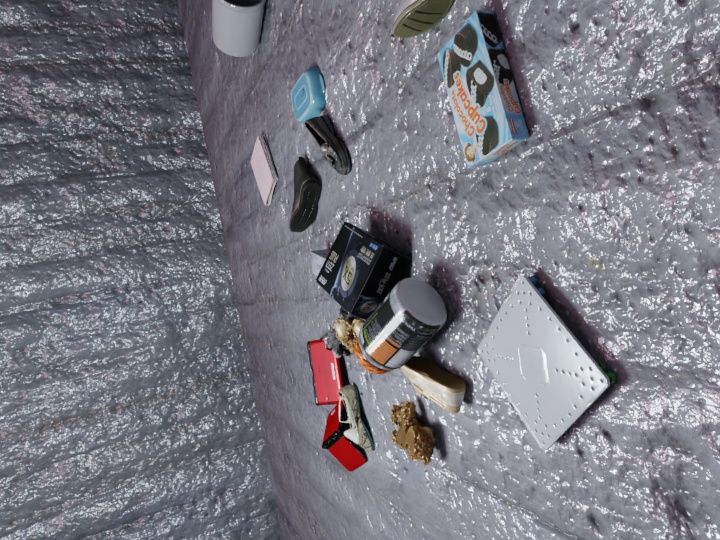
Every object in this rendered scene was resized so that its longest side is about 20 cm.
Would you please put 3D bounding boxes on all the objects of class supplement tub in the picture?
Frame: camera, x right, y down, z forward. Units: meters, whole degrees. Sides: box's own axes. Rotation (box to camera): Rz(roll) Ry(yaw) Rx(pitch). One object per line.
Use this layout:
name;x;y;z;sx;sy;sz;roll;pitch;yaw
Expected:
supplement tub;0.075;0.119;1.080;0.200;0.122;0.123;-52;52;38

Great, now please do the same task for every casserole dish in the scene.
casserole dish;-0.150;-0.482;1.472;0.200;0.038;0.123;-14;88;65

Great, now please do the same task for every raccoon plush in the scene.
raccoon plush;-0.043;0.155;1.505;0.134;0.096;0.202;-146;77;-75

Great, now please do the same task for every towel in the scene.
towel;-0.363;-0.375;1.995;0.191;0.032;0.202;-50;56;59

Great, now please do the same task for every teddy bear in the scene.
teddy bear;0.017;0.168;1.259;0.144;0.200;0.067;-22;41;41
teddy bear;0.121;0.376;1.234;0.200;0.066;0.147;129;135;-68

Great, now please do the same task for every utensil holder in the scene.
utensil holder;-0.397;-0.824;1.712;0.200;0.168;0.171;122;132;-59

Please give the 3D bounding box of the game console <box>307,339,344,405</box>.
game console;-0.098;0.319;1.698;0.171;0.118;0.202;-14;82;35

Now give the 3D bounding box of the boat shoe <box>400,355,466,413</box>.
boat shoe;0.140;0.235;1.100;0.200;0.073;0.070;24;116;61

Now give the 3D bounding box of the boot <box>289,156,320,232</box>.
boot;-0.181;-0.230;1.624;0.201;0.077;0.139;-60;41;38

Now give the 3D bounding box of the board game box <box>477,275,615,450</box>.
board game box;0.275;0.142;0.820;0.201;0.026;0.201;60;149;35

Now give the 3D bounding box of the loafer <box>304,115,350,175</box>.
loafer;-0.089;-0.321;1.375;0.201;0.062;0.072;65;152;29

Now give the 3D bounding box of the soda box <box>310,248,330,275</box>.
soda box;-0.075;-0.009;1.480;0.200;0.063;0.069;23;120;61

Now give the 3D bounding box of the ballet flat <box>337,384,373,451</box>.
ballet flat;-0.025;0.439;1.552;0.068;0.075;0.202;-41;63;62

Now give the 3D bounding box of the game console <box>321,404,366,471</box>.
game console;-0.045;0.532;1.708;0.200;0.117;0.174;121;163;-56

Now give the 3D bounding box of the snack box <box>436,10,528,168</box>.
snack box;0.185;-0.275;0.822;0.116;0.037;0.202;-27;75;65

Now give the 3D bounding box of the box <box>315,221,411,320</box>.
box;0.000;0.000;1.210;0.165;0.086;0.200;-63;33;8

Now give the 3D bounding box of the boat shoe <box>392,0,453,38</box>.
boat shoe;0.115;-0.463;0.865;0.200;0.074;0.069;-26;70;58
